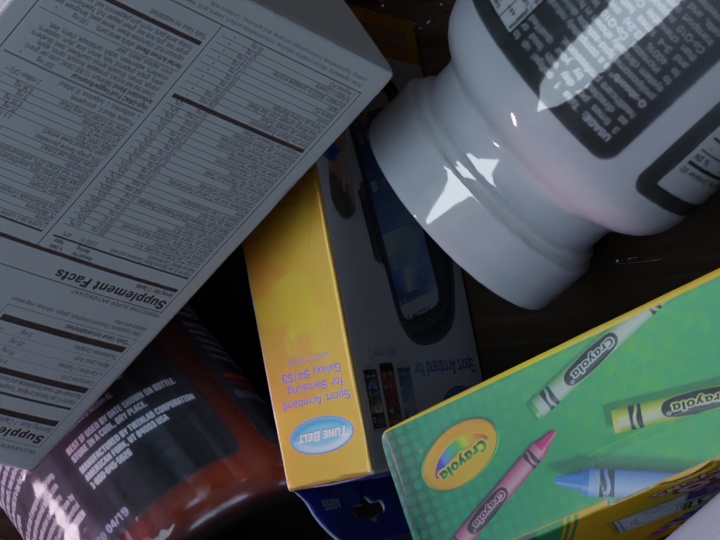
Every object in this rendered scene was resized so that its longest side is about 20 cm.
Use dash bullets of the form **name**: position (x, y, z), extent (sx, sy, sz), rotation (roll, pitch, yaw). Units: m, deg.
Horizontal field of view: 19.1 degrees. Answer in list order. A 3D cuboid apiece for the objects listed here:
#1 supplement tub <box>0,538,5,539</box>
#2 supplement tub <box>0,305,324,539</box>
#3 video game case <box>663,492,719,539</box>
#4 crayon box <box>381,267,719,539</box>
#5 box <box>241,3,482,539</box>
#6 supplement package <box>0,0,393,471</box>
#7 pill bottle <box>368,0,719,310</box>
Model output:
- **supplement tub**: position (-0.102, 0.150, 0.706), extent (0.107, 0.199, 0.107), rotation (-43, 34, 40)
- **supplement tub**: position (-0.106, 0.050, 0.844), extent (0.107, 0.107, 0.200), rotation (-50, 60, 17)
- **video game case**: position (0.189, 0.053, 0.674), extent (0.200, 0.182, 0.022), rotation (-44, 61, 19)
- **crayon box**: position (0.122, 0.045, 0.739), extent (0.199, 0.119, 0.059), rotation (-27, 72, 23)
- **box**: position (0.000, 0.000, 0.801), extent (0.041, 0.119, 0.201), rotation (-15, 84, 24)
- **supplement package**: position (-0.129, -0.064, 0.714), extent (0.200, 0.150, 0.152), rotation (-47, 53, 18)
- **pill bottle**: position (0.103, -0.086, 0.753), extent (0.200, 0.116, 0.116), rotation (-43, 73, 19)
